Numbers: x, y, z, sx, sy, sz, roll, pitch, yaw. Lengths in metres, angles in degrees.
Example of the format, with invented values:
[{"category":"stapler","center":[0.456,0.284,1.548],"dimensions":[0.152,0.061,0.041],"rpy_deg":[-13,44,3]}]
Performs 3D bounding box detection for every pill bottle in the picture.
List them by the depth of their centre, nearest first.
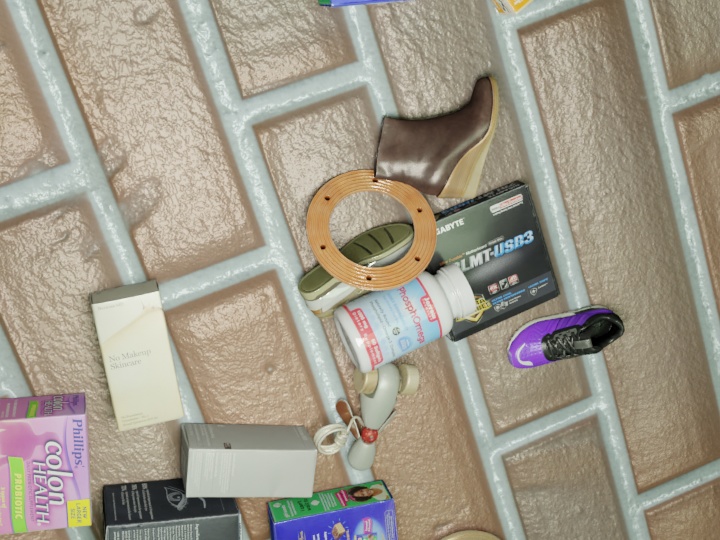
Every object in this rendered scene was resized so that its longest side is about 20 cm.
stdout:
[{"category":"pill bottle","center":[0.068,0.067,1.645],"dimensions":[0.199,0.109,0.109],"rpy_deg":[-25,108,-9]}]

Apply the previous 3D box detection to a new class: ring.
[{"category":"ring","center":[0.017,-0.060,1.637],"dimensions":[0.199,0.019,0.201],"rpy_deg":[4,64,-8]}]

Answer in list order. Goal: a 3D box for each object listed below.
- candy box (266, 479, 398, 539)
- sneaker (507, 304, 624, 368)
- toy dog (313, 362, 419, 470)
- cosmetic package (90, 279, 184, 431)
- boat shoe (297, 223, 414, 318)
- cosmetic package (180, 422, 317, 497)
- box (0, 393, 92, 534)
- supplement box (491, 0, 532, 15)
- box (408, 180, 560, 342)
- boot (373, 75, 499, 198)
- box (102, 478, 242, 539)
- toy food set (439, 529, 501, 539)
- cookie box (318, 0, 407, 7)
[{"category":"candy box","center":[-0.043,0.447,1.768],"dimensions":[0.199,0.077,0.170],"rpy_deg":[-9,106,-14]},{"category":"sneaker","center":[0.339,0.111,1.774],"dimensions":[0.199,0.100,0.070],"rpy_deg":[-21,106,-10]},{"category":"toy dog","center":[0.013,0.210,1.732],"dimensions":[0.132,0.096,0.200],"rpy_deg":[30,107,-27]},{"category":"cosmetic package","center":[-0.330,0.125,1.616],"dimensions":[0.103,0.073,0.201],"rpy_deg":[-13,107,-11]},{"category":"boat shoe","center":[0.000,0.000,1.679],"dimensions":[0.200,0.075,0.069],"rpy_deg":[-31,126,-7]},{"category":"cosmetic package","center":[-0.174,0.292,1.680],"dimensions":[0.199,0.107,0.091],"rpy_deg":[0,104,-17]},{"category":"box","center":[-0.498,0.284,1.596],"dimensions":[0.199,0.097,0.177],"rpy_deg":[-3,104,-15]},{"category":"supplement box","center":[0.259,-0.492,1.621],"dimensions":[0.200,0.074,0.126],"rpy_deg":[-42,109,-2]},{"category":"box","center":[0.198,-0.015,1.736],"dimensions":[0.199,0.050,0.199],"rpy_deg":[-22,109,-9]},{"category":"boot","center":[0.116,-0.214,1.654],"dimensions":[0.166,0.072,0.201],"rpy_deg":[14,88,-8]},{"category":"box","center":[-0.287,0.392,1.651],"dimensions":[0.199,0.148,0.105],"rpy_deg":[-2,104,-14]},{"category":"toy food set","center":[0.173,0.533,1.861],"dimensions":[0.200,0.049,0.198],"rpy_deg":[-32,109,-6]},{"category":"cookie box","center":[0.020,-0.485,1.558],"dimensions":[0.170,0.075,0.201],"rpy_deg":[-8,105,-13]}]
